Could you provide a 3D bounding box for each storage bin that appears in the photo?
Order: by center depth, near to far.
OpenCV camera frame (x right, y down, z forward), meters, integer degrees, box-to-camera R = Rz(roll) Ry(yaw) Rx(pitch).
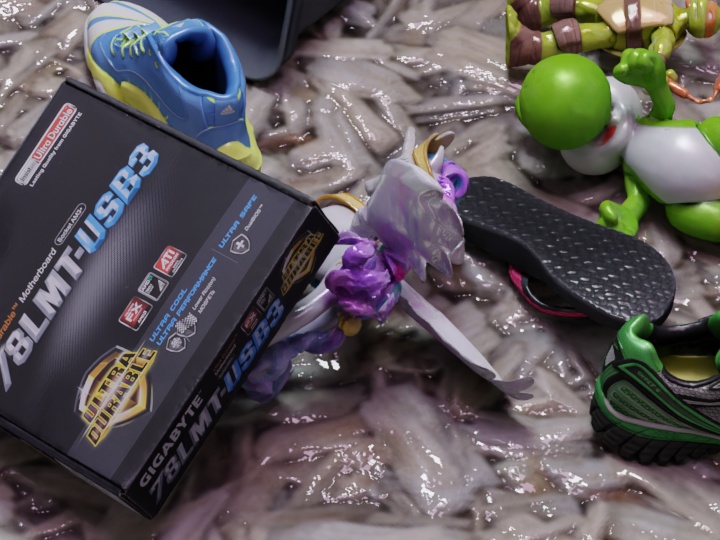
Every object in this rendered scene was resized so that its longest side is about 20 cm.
[{"bbox_3d":[-0.089,-0.246,1.830,0.199,0.146,0.134,28,37,23],"label":"storage bin"}]

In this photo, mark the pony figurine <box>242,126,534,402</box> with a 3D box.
[{"bbox_3d":[0.000,0.000,1.576,0.199,0.167,0.193,-26,42,-9],"label":"pony figurine"}]

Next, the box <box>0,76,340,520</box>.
[{"bbox_3d":[-0.144,0.012,1.521,0.198,0.050,0.201,28,79,30],"label":"box"}]

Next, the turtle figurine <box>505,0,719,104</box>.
[{"bbox_3d":[0.181,-0.178,1.827,0.160,0.065,0.201,0,51,5],"label":"turtle figurine"}]

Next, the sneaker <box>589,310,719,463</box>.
[{"bbox_3d":[0.238,0.069,1.553,0.198,0.086,0.078,2,43,-5],"label":"sneaker"}]

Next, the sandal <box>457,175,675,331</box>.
[{"bbox_3d":[0.124,-0.003,1.658,0.075,0.045,0.200,-19,34,-31],"label":"sandal"}]

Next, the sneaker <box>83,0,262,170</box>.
[{"bbox_3d":[-0.119,-0.139,1.724,0.075,0.105,0.200,-21,49,-25],"label":"sneaker"}]

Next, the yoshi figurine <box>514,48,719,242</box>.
[{"bbox_3d":[0.178,-0.081,1.695,0.199,0.112,0.112,26,53,25],"label":"yoshi figurine"}]
